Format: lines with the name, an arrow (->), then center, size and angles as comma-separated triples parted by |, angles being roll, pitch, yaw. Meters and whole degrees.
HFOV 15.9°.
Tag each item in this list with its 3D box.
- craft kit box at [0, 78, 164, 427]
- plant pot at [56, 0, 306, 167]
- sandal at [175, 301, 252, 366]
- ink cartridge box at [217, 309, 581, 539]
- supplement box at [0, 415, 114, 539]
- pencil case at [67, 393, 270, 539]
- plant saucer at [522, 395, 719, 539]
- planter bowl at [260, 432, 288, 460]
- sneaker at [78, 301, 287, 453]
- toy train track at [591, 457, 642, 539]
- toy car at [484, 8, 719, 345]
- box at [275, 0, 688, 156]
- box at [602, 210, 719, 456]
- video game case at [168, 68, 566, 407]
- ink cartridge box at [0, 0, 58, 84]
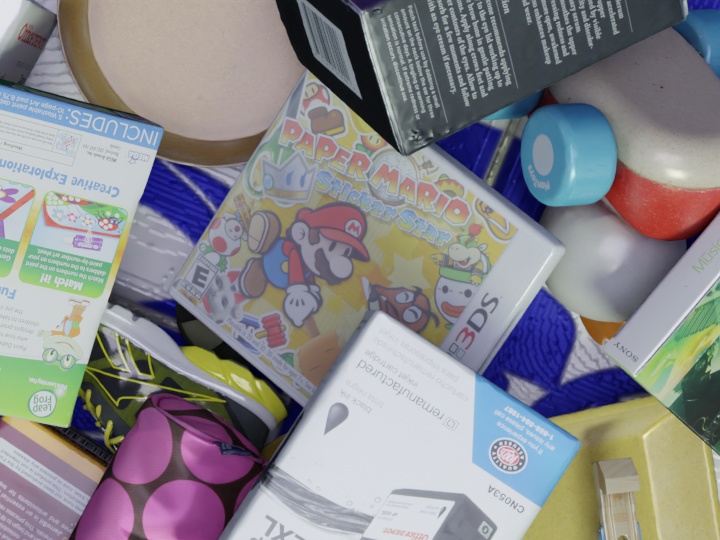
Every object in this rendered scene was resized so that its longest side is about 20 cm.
craft kit box -> -0.238, -0.019, 1.533 | 0.200, 0.049, 0.198 | 14, 96, -32
plant pot -> -0.094, -0.166, 1.662 | 0.200, 0.027, 0.200 | 0, 91, 1
sandal -> -0.034, -0.009, 1.643 | 0.201, 0.057, 0.080 | -41, 74, 16
ink cartridge box -> 0.013, 0.143, 1.497 | 0.145, 0.084, 0.200 | 33, 87, -2
supplement box -> -0.227, 0.193, 1.641 | 0.110, 0.086, 0.200 | 34, 91, -1
pencil case -> -0.132, 0.179, 1.561 | 0.094, 0.091, 0.200 | 29, 94, -15
plant saucer -> 0.142, 0.187, 1.623 | 0.200, 0.048, 0.200 | -9, 91, -34
planter bowl -> -0.007, 0.201, 1.624 | 0.200, 0.083, 0.200 | -11, 65, 25
sneaker -> -0.149, 0.075, 1.628 | 0.200, 0.074, 0.085 | 22, 71, 5
toy train track -> 0.171, 0.215, 1.580 | 0.115, 0.033, 0.200 | -4, 83, -20
toy car -> 0.154, -0.047, 1.617 | 0.184, 0.177, 0.200 | -6, 130, -27
box -> 0.066, -0.175, 1.508 | 0.200, 0.148, 0.104 | -28, 126, -14
box -> 0.246, 0.041, 1.593 | 0.144, 0.200, 0.036 | -50, 49, 1
video game case -> 0.000, 0.000, 1.581 | 0.200, 0.023, 0.182 | 39, 107, 19
ink cartridge box -> -0.276, -0.097, 1.603 | 0.083, 0.147, 0.200 | 29, 92, 0
